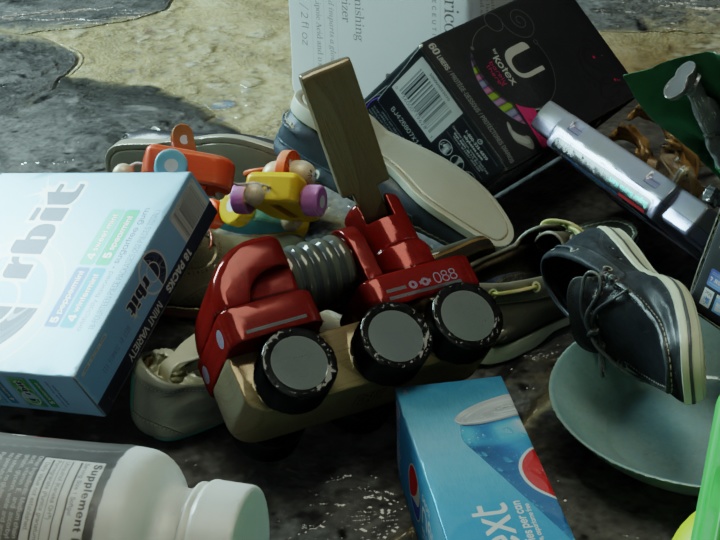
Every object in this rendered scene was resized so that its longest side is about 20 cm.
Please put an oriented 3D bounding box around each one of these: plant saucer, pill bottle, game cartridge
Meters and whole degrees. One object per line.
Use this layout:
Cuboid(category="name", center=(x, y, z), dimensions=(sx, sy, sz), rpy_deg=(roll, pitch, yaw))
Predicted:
Cuboid(category="plant saucer", center=(0.216, 0.090, 0.976), dimensions=(0.200, 0.039, 0.201), rpy_deg=(-2, 29, 1))
Cuboid(category="pill bottle", center=(-0.154, 0.143, 0.825), dimensions=(0.199, 0.111, 0.111), rpy_deg=(5, 29, 12))
Cuboid(category="game cartridge", center=(0.215, -0.049, 1.155), dimensions=(0.129, 0.038, 0.200), rpy_deg=(29, 10, -37))

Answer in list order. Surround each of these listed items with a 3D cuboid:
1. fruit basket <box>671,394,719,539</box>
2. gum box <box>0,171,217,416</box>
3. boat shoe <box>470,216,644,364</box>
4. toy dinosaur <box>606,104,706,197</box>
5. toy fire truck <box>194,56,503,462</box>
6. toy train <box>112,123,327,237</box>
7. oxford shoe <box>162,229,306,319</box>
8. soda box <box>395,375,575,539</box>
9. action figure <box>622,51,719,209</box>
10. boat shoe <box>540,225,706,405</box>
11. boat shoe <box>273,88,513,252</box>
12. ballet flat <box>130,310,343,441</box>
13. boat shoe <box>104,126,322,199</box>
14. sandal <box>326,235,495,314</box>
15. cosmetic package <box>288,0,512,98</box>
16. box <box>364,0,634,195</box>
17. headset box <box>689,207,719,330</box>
Cuboid(category="fruit basket", center=(0.208, 0.157, 0.739), dimensions=(0.155, 0.216, 0.216), rpy_deg=(10, 30, 21))
Cuboid(category="gum box", center=(-0.216, 0.009, 1.047), dimensions=(0.199, 0.045, 0.170), rpy_deg=(2, 51, 33))
Cuboid(category="boat shoe", center=(0.137, 0.000, 1.123), dimensions=(0.072, 0.060, 0.201), rpy_deg=(24, 37, 39))
Cuboid(category="toy dinosaur", center=(0.252, -0.087, 1.268), dimensions=(0.106, 0.060, 0.200), rpy_deg=(45, 25, 5))
Cuboid(category="toy fire truck", center=(-0.023, -0.010, 0.981), dimensions=(0.176, 0.129, 0.200), rpy_deg=(-15, 65, -24))
Cuboid(category="toy train", center=(-0.100, -0.066, 1.153), dimensions=(0.150, 0.056, 0.200), rpy_deg=(8, -9, -5))
Cuboid(category="oxford shoe", center=(-0.128, -0.009, 1.143), dimensions=(0.199, 0.075, 0.070), rpy_deg=(-10, 28, -15))
Cuboid(category="soda box", center=(0.069, 0.138, 0.869), dimensions=(0.068, 0.064, 0.200), rpy_deg=(-6, 29, -7))
Cuboid(category="action figure", center=(0.266, -0.065, 1.055), dimensions=(0.118, 0.200, 0.055), rpy_deg=(-4, 50, 36))
Cuboid(category="boat shoe", center=(0.162, 0.029, 0.979), dimensions=(0.062, 0.075, 0.200), rpy_deg=(-12, 25, -7))
Cuboid(category="boat shoe", center=(0.021, -0.061, 1.189), dimensions=(0.200, 0.062, 0.075), rpy_deg=(32, 30, 7))
Cuboid(category="ballet flat", center=(-0.056, 0.055, 1.032), dimensions=(0.200, 0.064, 0.067), rpy_deg=(-16, 30, -25))
Cuboid(category="boat shoe", center=(-0.113, -0.091, 1.301), dimensions=(0.199, 0.073, 0.063), rpy_deg=(6, 32, 25))
Cuboid(category="sandal", center=(0.000, 0.000, 1.111), dimensions=(0.199, 0.082, 0.055), rpy_deg=(-14, 75, -10))
Cuboid(category="cosmetic package", center=(0.057, -0.250, 1.485), dimensions=(0.200, 0.165, 0.165), rpy_deg=(13, 32, 29))
Cuboid(category="box", center=(0.113, -0.137, 1.283), dimensions=(0.200, 0.106, 0.122), rpy_deg=(-32, 85, -43))
Cuboid(category="headset box", center=(0.339, 0.017, 0.982), dimensions=(0.200, 0.093, 0.174), rpy_deg=(-2, 28, -40))
